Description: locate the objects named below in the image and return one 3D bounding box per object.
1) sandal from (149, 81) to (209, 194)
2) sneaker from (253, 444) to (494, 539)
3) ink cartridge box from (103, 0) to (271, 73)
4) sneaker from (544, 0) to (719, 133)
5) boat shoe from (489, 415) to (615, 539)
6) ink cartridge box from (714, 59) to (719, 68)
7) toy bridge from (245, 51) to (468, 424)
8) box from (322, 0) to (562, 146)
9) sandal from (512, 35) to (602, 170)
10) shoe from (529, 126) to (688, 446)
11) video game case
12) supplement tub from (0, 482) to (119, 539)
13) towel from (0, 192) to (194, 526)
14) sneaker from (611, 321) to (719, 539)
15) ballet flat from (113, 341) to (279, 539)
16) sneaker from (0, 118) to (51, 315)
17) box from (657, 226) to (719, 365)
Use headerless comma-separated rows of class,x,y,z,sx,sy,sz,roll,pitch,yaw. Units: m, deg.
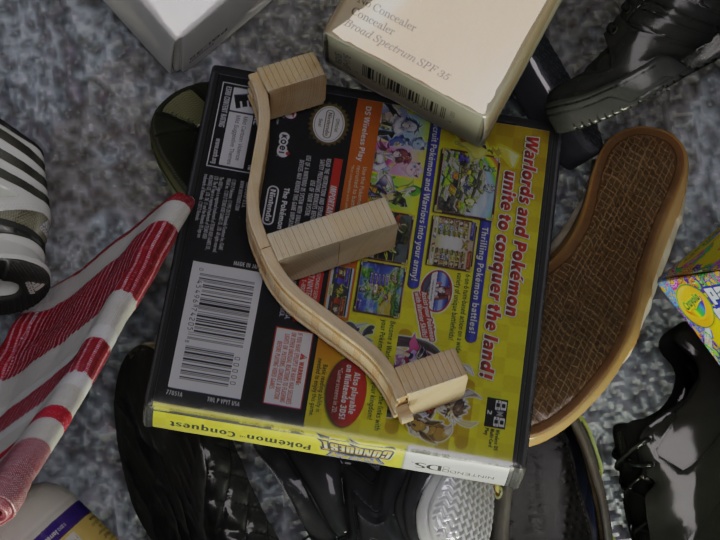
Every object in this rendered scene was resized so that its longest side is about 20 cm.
sandal,-0.049,-0.009,1.265,0.080,0.057,0.201,-14,57,-14
sneaker,0.006,0.060,1.261,0.114,0.075,0.200,-11,58,19
ink cartridge box,-0.106,-0.226,1.287,0.147,0.083,0.200,-41,88,-9
sneaker,0.164,-0.155,1.237,0.200,0.060,0.104,-28,93,6
boat shoe,0.096,0.161,1.266,0.072,0.061,0.201,-7,83,-7
ink cartridge box,0.224,-0.184,1.312,0.146,0.086,0.200,-42,89,-8
toy bridge,-0.016,-0.012,1.189,0.067,0.027,0.200,-17,63,-14
box,0.068,-0.173,1.222,0.095,0.078,0.200,27,83,4
sandal,0.058,-0.138,1.301,0.043,0.076,0.200,-30,85,18
shoe,0.116,0.016,1.263,0.070,0.053,0.200,22,60,18
video game case,0.000,0.000,1.215,0.181,0.026,0.200,10,58,-1
supplement tub,-0.130,0.216,1.194,0.200,0.145,0.145,45,81,1
towel,-0.157,0.057,1.179,0.023,0.144,0.200,40,49,-15
sneaker,0.163,0.119,1.269,0.091,0.076,0.200,22,72,-13
ballet flat,-0.069,0.128,1.267,0.057,0.066,0.200,-21,84,-49
sneaker,-0.253,-0.035,1.266,0.200,0.076,0.115,-1,61,2
box,0.289,0.014,1.199,0.200,0.122,0.193,-40,96,-13
